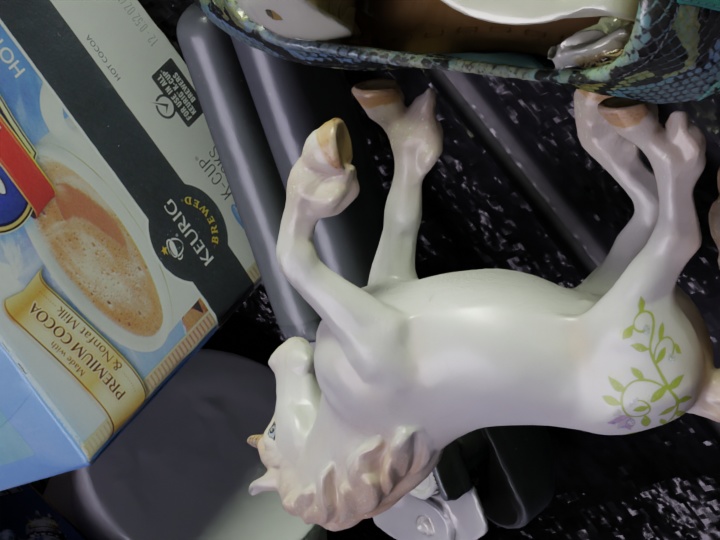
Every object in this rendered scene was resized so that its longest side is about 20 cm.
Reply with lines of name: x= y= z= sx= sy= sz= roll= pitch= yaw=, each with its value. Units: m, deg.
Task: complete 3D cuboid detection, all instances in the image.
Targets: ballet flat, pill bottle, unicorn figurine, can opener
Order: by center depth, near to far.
ballet flat: x=0.016 y=-0.086 z=0.685 sx=0.200 sy=0.074 sz=0.074 roll=8 pitch=132 yaw=36
unicorn figurine: x=0.029 y=0.014 z=0.726 sx=0.200 sy=0.074 sz=0.138 roll=5 pitch=115 yaw=27
can opener: x=0.000 y=0.000 z=0.819 sx=0.053 sy=0.066 sz=0.200 roll=-4 pitch=115 yaw=47
pill bottle: x=-0.073 y=0.119 z=0.975 sx=0.109 sy=0.110 sz=0.200 roll=36 pitch=146 yaw=12

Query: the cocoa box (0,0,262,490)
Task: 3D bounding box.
cocoa box: x=-0.146 y=-0.037 z=0.849 sx=0.133 sy=0.131 sz=0.200 roll=-19 pitch=112 yaw=46

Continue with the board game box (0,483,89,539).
board game box: x=-0.117 y=0.156 z=0.899 sx=0.200 sy=0.035 sz=0.136 roll=37 pitch=124 yaw=41

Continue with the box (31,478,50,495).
box: x=-0.197 y=0.081 z=1.070 sx=0.070 sy=0.064 sz=0.200 roll=56 pitch=158 yaw=-17
